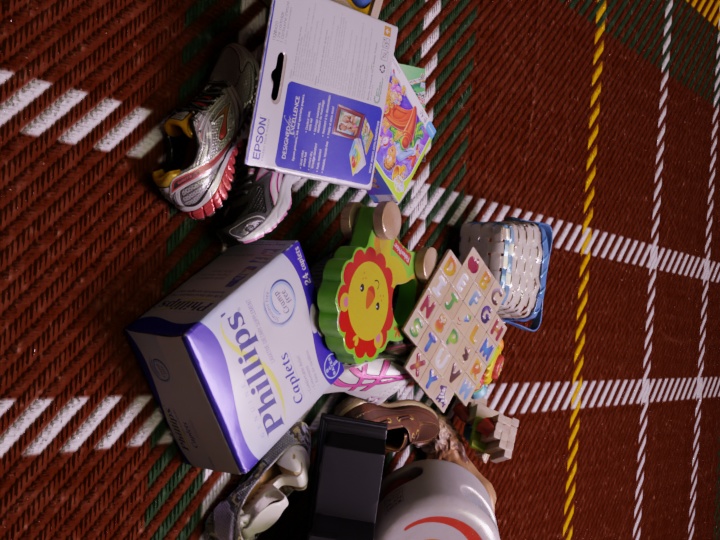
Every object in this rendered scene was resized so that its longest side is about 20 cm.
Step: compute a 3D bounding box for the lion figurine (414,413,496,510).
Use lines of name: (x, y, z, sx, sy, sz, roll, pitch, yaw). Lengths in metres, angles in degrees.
lion figurine: (0.153, 0.311, 1.391, 0.072, 0.200, 0.124, -23, 144, -41)

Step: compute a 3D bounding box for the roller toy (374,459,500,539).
roller toy: (0.096, 0.366, 1.277, 0.140, 0.196, 0.186, -90, -174, -74)

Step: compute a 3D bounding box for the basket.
basket: (0.240, -0.003, 1.492, 0.198, 0.138, 0.180, 14, 82, -42)

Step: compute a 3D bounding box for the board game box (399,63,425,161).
board game box: (0.024, -0.222, 1.297, 0.198, 0.029, 0.137, -4, 95, -51)

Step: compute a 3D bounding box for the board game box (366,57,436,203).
board game box: (0.017, -0.206, 1.230, 0.201, 0.044, 0.136, 53, 53, -39)

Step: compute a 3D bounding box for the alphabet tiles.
alphabet tiles: (0.129, 0.077, 1.243, 0.167, 0.006, 0.201, 50, 59, -32)

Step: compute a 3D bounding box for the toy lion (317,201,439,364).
toy lion: (0.017, 0.027, 1.150, 0.200, 0.068, 0.195, 42, 57, -52)

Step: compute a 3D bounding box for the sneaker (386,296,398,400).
sneaker: (0.064, 0.103, 1.348, 0.201, 0.070, 0.083, -56, 155, -37)

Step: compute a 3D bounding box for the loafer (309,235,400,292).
loafer: (0.000, 0.000, 1.242, 0.200, 0.074, 0.071, -41, 118, -42)

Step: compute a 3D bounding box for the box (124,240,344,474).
box: (-0.133, 0.092, 1.056, 0.200, 0.104, 0.186, -42, 123, -41)

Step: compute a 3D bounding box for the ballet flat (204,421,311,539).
ballet flat: (-0.102, 0.262, 1.133, 0.200, 0.071, 0.073, -45, 125, -41)

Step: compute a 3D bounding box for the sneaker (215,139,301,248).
sneaker: (-0.121, -0.113, 1.098, 0.087, 0.080, 0.201, 50, 46, -26)

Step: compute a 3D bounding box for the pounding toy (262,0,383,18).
pounding toy: (-0.033, -0.410, 1.124, 0.184, 0.141, 0.203, 35, 66, -47)

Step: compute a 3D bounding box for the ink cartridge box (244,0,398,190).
ink cartridge box: (-0.050, -0.205, 1.068, 0.198, 0.047, 0.201, 7, 95, -44)

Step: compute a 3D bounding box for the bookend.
bookend: (-0.026, 0.296, 1.119, 0.200, 0.090, 0.202, -56, 154, -86)

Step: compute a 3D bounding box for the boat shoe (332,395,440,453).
boat shoe: (0.045, 0.222, 1.298, 0.199, 0.072, 0.068, 18, 33, -47)

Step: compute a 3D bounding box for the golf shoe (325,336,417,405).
golf shoe: (0.006, 0.138, 1.212, 0.197, 0.072, 0.094, -12, 105, -19)

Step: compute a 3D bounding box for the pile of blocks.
pile of blocks: (0.172, 0.236, 1.422, 0.061, 0.200, 0.083, 23, 90, -12)

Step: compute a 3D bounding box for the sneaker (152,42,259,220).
sneaker: (-0.165, -0.162, 1.024, 0.082, 0.077, 0.203, 34, 66, -45)

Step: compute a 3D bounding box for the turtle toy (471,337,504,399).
turtle toy: (0.159, 0.123, 1.386, 0.200, 0.100, 0.148, 53, 57, -68)
